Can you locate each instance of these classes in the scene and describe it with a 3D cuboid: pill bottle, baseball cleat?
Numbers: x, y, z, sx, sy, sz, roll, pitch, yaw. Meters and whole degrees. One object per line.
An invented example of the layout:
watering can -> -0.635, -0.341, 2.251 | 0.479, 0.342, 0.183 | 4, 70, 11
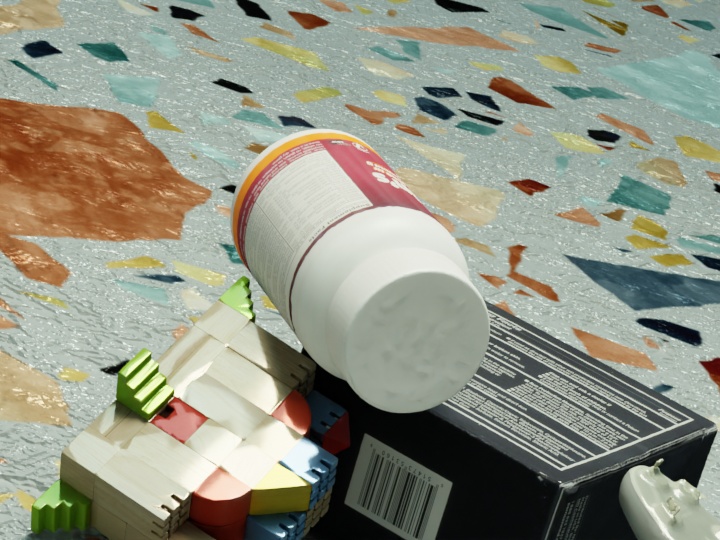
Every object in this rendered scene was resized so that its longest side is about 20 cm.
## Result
pill bottle -> 0.000, 0.000, 1.683 | 0.109, 0.110, 0.200 | 9, 21, -25
baseball cleat -> 0.200, 0.212, 1.641 | 0.200, 0.107, 0.070 | 51, 30, 20

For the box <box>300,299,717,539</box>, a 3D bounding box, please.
box -> 0.081, 0.122, 1.764 | 0.199, 0.124, 0.198 | 29, 24, 29

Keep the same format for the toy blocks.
toy blocks -> -0.076, 0.111, 1.651 | 0.136, 0.100, 0.200 | 31, 52, 18
